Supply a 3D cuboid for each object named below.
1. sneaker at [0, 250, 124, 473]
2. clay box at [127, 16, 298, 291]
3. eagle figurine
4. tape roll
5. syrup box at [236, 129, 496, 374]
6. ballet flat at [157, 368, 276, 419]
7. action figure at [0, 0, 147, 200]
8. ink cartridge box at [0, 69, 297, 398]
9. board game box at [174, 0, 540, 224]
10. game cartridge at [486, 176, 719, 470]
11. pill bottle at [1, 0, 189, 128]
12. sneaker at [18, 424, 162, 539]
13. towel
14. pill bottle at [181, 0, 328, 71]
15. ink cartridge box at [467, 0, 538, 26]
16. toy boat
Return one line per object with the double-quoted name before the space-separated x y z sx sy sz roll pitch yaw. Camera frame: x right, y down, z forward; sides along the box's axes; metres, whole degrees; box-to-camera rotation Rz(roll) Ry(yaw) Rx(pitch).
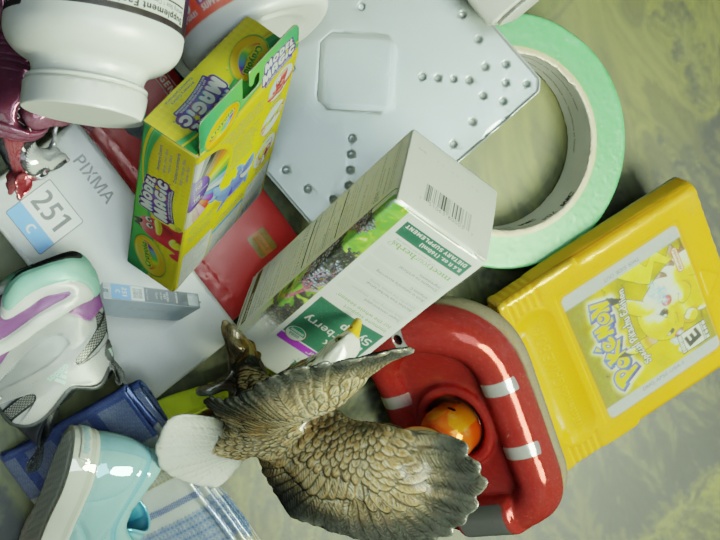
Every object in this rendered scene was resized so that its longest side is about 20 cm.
"sneaker" -0.264 0.080 0.962 0.200 0.078 0.140 -17 98 10
"clay box" -0.101 -0.082 0.923 0.048 0.200 0.115 33 58 8
"eagle figurine" -0.032 0.096 0.902 0.152 0.200 0.151 3 103 -33
"tape roll" 0.110 -0.103 1.087 0.200 0.048 0.201 -2 96 -15
"syrup box" 0.000 0.000 0.964 0.079 0.082 0.200 35 130 -18
"ballet flat" -0.104 0.117 1.032 0.200 0.067 0.067 -25 125 -13
"action figure" -0.221 -0.147 0.919 0.149 0.134 0.200 14 82 -60
"ink cartridge box" -0.155 -0.031 1.021 0.176 0.045 0.200 -39 104 -8
"board game box" -0.003 -0.147 1.025 0.200 0.026 0.200 -41 90 1
"game cartridge" 0.210 0.047 1.114 0.200 0.032 0.176 -33 119 -11
"pill bottle" -0.159 -0.194 0.850 0.112 0.112 0.200 8 86 -16
"sneaker" -0.196 0.194 0.980 0.082 0.074 0.200 14 130 -20
"towel" -0.159 0.185 1.018 0.147 0.024 0.200 -30 104 26
"pill bottle" -0.113 -0.248 0.962 0.111 0.111 0.200 -25 83 -12
"ink cartridge box" 0.096 -0.298 0.991 0.146 0.084 0.200 -38 88 23
"toy boat" 0.064 0.123 1.037 0.131 0.130 0.200 -33 106 -50
